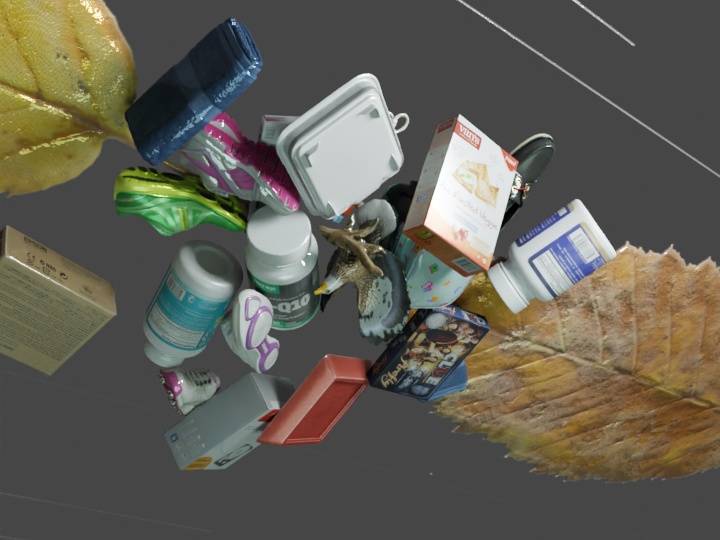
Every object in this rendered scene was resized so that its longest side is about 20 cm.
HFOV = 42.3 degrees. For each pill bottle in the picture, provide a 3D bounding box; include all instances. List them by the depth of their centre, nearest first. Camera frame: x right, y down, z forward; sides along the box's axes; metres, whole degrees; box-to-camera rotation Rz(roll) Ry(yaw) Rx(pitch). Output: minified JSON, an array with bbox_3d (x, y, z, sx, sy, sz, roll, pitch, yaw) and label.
[{"bbox_3d":[-0.119,-0.005,1.420,0.112,0.114,0.201,-13,147,-9],"label":"pill bottle"},{"bbox_3d":[-0.270,0.058,1.450,0.110,0.111,0.201,15,124,-30],"label":"pill bottle"},{"bbox_3d":[0.322,-0.018,1.593,0.199,0.120,0.120,-35,133,13],"label":"pill bottle"}]

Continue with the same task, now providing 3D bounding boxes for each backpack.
[{"bbox_3d":[0.093,-0.023,1.483,0.175,0.154,0.200,0,139,-36],"label":"backpack"}]

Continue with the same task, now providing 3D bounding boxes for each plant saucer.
[{"bbox_3d":[-0.069,0.240,1.652,0.200,0.037,0.199,-52,156,9],"label":"plant saucer"}]

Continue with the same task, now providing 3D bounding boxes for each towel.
[{"bbox_3d":[-0.213,-0.228,1.204,0.199,0.112,0.048,-38,139,14],"label":"towel"},{"bbox_3d":[0.139,0.162,1.736,0.111,0.049,0.201,-17,134,-4],"label":"towel"}]

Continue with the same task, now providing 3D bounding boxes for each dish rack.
[{"bbox_3d":[-0.017,-0.162,1.308,0.171,0.044,0.200,-37,147,-7],"label":"dish rack"}]

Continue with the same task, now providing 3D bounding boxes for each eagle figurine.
[{"bbox_3d":[-0.007,0.003,1.397,0.149,0.153,0.200,-9,148,7],"label":"eagle figurine"}]

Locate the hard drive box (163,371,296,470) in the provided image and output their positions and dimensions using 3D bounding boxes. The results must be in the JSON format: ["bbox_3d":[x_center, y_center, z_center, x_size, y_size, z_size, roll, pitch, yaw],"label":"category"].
[{"bbox_3d":[-0.219,0.267,1.641,0.199,0.077,0.156,-36,158,13],"label":"hard drive box"}]

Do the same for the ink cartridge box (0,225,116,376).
[{"bbox_3d":[-0.494,0.049,1.385,0.164,0.075,0.200,-38,133,17],"label":"ink cartridge box"}]

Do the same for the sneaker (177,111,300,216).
[{"bbox_3d":[-0.174,-0.142,1.318,0.200,0.082,0.088,40,125,-14],"label":"sneaker"}]

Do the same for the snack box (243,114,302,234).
[{"bbox_3d":[-0.126,-0.139,1.386,0.071,0.024,0.201,-1,130,-21],"label":"snack box"}]

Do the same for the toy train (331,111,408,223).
[{"bbox_3d":[-0.021,-0.170,1.383,0.150,0.056,0.201,8,123,-49],"label":"toy train"}]

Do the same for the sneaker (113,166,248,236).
[{"bbox_3d":[-0.260,-0.091,1.350,0.198,0.074,0.084,15,122,-19],"label":"sneaker"}]

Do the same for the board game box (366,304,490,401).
[{"bbox_3d":[0.120,0.144,1.655,0.135,0.035,0.200,18,123,-31],"label":"board game box"}]

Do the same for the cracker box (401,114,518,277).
[{"bbox_3d":[0.152,-0.111,1.385,0.133,0.201,0.058,32,151,-27],"label":"cracker box"}]

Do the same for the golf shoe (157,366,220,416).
[{"bbox_3d":[-0.284,0.188,1.557,0.091,0.076,0.200,-26,169,-10],"label":"golf shoe"}]

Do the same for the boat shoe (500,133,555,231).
[{"bbox_3d":[0.247,-0.131,1.506,0.073,0.063,0.202,26,116,-33],"label":"boat shoe"}]

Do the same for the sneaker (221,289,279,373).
[{"bbox_3d":[-0.184,0.087,1.431,0.075,0.099,0.201,-49,159,-27],"label":"sneaker"}]
